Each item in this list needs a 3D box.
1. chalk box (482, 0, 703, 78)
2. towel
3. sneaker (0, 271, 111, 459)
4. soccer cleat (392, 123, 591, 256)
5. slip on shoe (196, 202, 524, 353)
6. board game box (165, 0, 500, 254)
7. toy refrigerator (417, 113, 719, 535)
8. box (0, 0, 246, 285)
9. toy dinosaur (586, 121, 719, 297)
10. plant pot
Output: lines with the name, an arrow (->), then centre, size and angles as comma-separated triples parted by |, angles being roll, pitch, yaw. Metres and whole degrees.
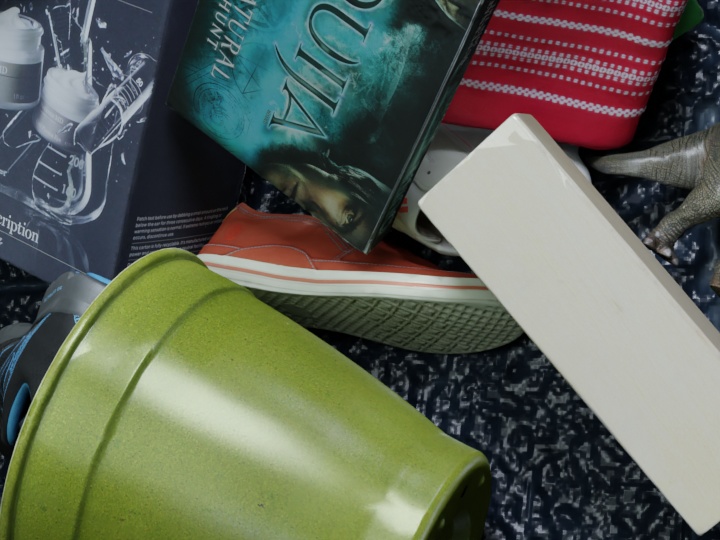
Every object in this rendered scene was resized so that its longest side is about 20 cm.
chalk box -> 0.090, -0.181, 0.938 | 0.124, 0.200, 0.125 | -32, 36, 32
towel -> 0.087, -0.141, 0.874 | 0.143, 0.201, 0.023 | 9, 45, -6
sneaker -> -0.176, 0.071, 1.013 | 0.073, 0.200, 0.082 | 26, 59, -9
soccer cleat -> 0.023, -0.051, 0.980 | 0.198, 0.070, 0.078 | 12, 42, 23
slip on shoe -> 0.000, 0.000, 0.999 | 0.198, 0.074, 0.062 | 9, 67, 30
board game box -> -0.013, -0.115, 0.890 | 0.135, 0.028, 0.201 | 37, 138, 11
toy refrigerator -> 0.116, 0.024, 0.881 | 0.070, 0.076, 0.200 | -42, 86, 11
box -> -0.163, -0.100, 1.059 | 0.199, 0.104, 0.184 | 23, 107, 31
toy dinosaur -> 0.202, -0.036, 0.908 | 0.199, 0.077, 0.103 | 18, 71, 51
plant pot -> -0.044, 0.116, 0.932 | 0.191, 0.200, 0.202 | 21, 86, 18
